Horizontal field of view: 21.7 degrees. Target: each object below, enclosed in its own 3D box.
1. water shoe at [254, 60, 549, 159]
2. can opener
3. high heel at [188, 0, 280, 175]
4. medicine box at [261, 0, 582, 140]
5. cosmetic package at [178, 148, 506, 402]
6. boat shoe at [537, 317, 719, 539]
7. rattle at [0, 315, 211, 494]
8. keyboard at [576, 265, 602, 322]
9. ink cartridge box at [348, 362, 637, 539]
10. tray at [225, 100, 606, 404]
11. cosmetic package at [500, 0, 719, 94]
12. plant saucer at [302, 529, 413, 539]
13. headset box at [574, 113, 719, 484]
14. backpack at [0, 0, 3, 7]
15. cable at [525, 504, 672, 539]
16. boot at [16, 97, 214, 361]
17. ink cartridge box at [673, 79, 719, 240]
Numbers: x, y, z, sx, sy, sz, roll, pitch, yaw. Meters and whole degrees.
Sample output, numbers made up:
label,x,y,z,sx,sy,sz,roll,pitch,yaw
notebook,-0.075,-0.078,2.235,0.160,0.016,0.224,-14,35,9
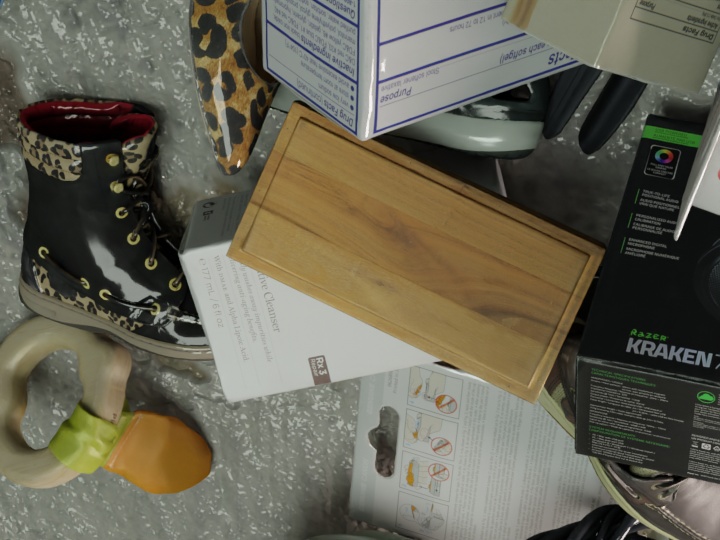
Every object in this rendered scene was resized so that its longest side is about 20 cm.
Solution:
label,x,y,z,sx,sy,sz,roll,pitch,yaw
water shoe,0.020,-0.122,1.134,0.198,0.071,0.080,13,98,15
can opener,0.158,-0.139,1.062,0.063,0.079,0.200,30,137,-10
high heel,-0.022,-0.153,1.067,0.141,0.071,0.202,3,85,24
medicine box,0.046,-0.196,0.978,0.103,0.181,0.202,38,138,42
cosmetic package,0.000,0.000,1.165,0.198,0.081,0.114,-13,115,9
boat shoe,0.176,0.109,1.145,0.200,0.065,0.073,41,86,-19
rattle,-0.225,0.094,1.380,0.198,0.142,0.132,2,91,37
keyboard,0.209,0.039,1.176,0.198,0.040,0.105,2,116,9
ink cartridge box,0.096,0.126,1.270,0.198,0.050,0.164,17,127,16
tray,0.032,-0.011,1.088,0.198,0.037,0.099,25,98,2
cosmetic package,0.159,-0.199,0.944,0.071,0.105,0.202,33,107,38
plant saucer,0.028,0.231,1.332,0.198,0.051,0.201,18,153,10
headset box,0.225,0.016,1.056,0.172,0.201,0.093,12,142,15
backpack,-0.276,-0.241,1.115,0.181,0.135,0.202,-5,119,23
cable,0.149,0.228,1.234,0.198,0.051,0.164,-23,130,-5
boot,-0.142,-0.028,1.244,0.198,0.073,0.152,13,125,19
ink cartridge box,0.224,-0.097,0.974,0.067,0.200,0.116,21,127,6
